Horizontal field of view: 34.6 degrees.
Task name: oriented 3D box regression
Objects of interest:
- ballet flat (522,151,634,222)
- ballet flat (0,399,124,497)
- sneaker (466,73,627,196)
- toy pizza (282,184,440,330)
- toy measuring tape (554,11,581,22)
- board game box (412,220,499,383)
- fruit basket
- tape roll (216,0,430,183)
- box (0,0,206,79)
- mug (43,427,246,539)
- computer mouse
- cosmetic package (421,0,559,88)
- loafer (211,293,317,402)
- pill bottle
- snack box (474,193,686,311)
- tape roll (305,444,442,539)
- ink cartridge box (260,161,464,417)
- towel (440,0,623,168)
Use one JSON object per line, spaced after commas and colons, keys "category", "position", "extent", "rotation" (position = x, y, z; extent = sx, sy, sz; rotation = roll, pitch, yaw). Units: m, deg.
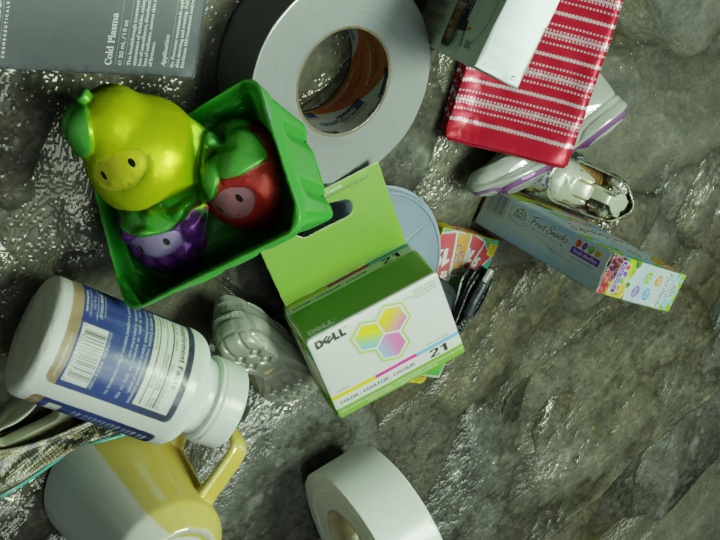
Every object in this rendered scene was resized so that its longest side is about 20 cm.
{"category": "ballet flat", "position": [0.261, -0.101, 1.365], "extent": [0.200, 0.072, 0.072], "rotation": [15, 106, -43]}
{"category": "ballet flat", "position": [-0.275, 0.141, 1.086], "extent": [0.199, 0.068, 0.076], "rotation": [-24, 113, -23]}
{"category": "sneaker", "position": [0.192, -0.156, 1.282], "extent": [0.199, 0.100, 0.075], "rotation": [-34, 177, -7]}
{"category": "toy pizza", "position": [0.000, 0.000, 1.237], "extent": [0.199, 0.032, 0.201], "rotation": [-17, 123, -28]}
{"category": "toy measuring tape", "position": [0.254, -0.283, 1.221], "extent": [0.199, 0.074, 0.074], "rotation": [-17, 131, 5]}
{"category": "board game box", "position": [0.084, 0.044, 1.340], "extent": [0.095, 0.030, 0.201], "rotation": [10, 111, -41]}
{"category": "fruit basket", "position": [-0.151, -0.071, 0.954], "extent": [0.214, 0.156, 0.216], "rotation": [-17, 168, -4]}
{"category": "tape roll", "position": [-0.032, -0.185, 1.079], "extent": [0.200, 0.066, 0.201], "rotation": [-20, 127, -29]}
{"category": "box", "position": [-0.211, -0.256, 0.865], "extent": [0.181, 0.104, 0.201], "rotation": [-4, 118, -38]}
{"category": "mug", "position": [-0.206, 0.226, 1.125], "extent": [0.149, 0.153, 0.187], "rotation": [4, 112, -39]}
{"category": "computer mouse", "position": [0.063, 0.035, 1.245], "extent": [0.200, 0.053, 0.139], "rotation": [26, 98, -42]}
{"category": "cosmetic package", "position": [0.124, -0.262, 1.065], "extent": [0.051, 0.200, 0.151], "rotation": [24, 101, -20]}
{"category": "loafer", "position": [-0.095, 0.082, 1.187], "extent": [0.070, 0.070, 0.200], "rotation": [-22, 151, 7]}
{"category": "pill bottle", "position": [-0.205, 0.090, 1.039], "extent": [0.199, 0.111, 0.111], "rotation": [25, 99, -28]}
{"category": "snack box", "position": [0.245, -0.026, 1.303], "extent": [0.142, 0.200, 0.053], "rotation": [11, 107, -42]}
{"category": "tape roll", "position": [0.019, 0.304, 1.318], "extent": [0.071, 0.202, 0.203], "rotation": [-27, 130, -23]}
{"category": "ink cartridge box", "position": [-0.002, 0.020, 1.123], "extent": [0.147, 0.076, 0.201], "rotation": [-28, 124, -8]}
{"category": "towel", "position": [0.176, -0.214, 1.197], "extent": [0.144, 0.023, 0.201], "rotation": [16, 111, 1]}
